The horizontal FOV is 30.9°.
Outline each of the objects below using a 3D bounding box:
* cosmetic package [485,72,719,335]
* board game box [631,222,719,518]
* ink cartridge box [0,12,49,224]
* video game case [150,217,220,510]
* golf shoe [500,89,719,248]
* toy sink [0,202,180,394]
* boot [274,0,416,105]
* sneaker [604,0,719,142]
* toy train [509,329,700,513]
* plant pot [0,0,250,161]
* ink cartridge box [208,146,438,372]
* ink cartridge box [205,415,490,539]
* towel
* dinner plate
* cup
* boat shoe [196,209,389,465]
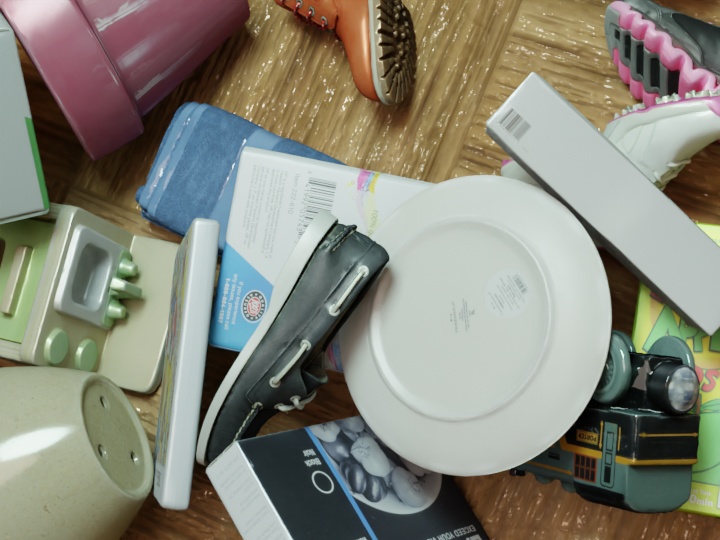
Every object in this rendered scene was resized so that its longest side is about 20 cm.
[{"bbox_3d":[0.171,-0.045,0.872,0.200,0.083,0.051,44,93,2],"label":"cosmetic package"},{"bbox_3d":[0.242,0.070,0.925,0.100,0.048,0.203,7,80,21],"label":"board game box"},{"bbox_3d":[-0.313,-0.136,1.033,0.083,0.148,0.200,-15,26,-17],"label":"ink cartridge box"},{"bbox_3d":[-0.135,0.072,0.984,0.023,0.182,0.203,7,83,-11],"label":"video game case"},{"bbox_3d":[0.195,-0.069,0.944,0.199,0.075,0.093,-19,82,43],"label":"golf shoe"},{"bbox_3d":[-0.261,0.015,1.076,0.198,0.112,0.132,12,82,21],"label":"toy sink"},{"bbox_3d":[-0.017,-0.214,1.072,0.106,0.075,0.202,-18,64,17],"label":"boot"},{"bbox_3d":[0.272,-0.150,0.963,0.200,0.079,0.095,40,70,22],"label":"sneaker"},{"bbox_3d":[0.151,0.097,0.894,0.199,0.084,0.116,3,88,59],"label":"toy train"},{"bbox_3d":[-0.198,-0.221,1.077,0.178,0.200,0.201,-33,69,-8],"label":"plant pot"},{"bbox_3d":[0.000,0.000,0.963,0.197,0.085,0.146,11,92,1],"label":"ink cartridge box"},{"bbox_3d":[0.015,0.195,0.898,0.043,0.197,0.201,-44,66,31],"label":"ink cartridge box"},{"bbox_3d":[-0.083,-0.058,1.067,0.198,0.048,0.113,25,87,23],"label":"towel"},{"bbox_3d":[0.068,0.033,0.863,0.198,0.024,0.203,-6,77,26],"label":"dinner plate"},{"bbox_3d":[-0.243,0.152,0.988,0.142,0.200,0.202,-26,71,13],"label":"cup"},{"bbox_3d":[-0.048,0.059,0.883,0.060,0.076,0.201,30,109,7],"label":"boat shoe"}]
